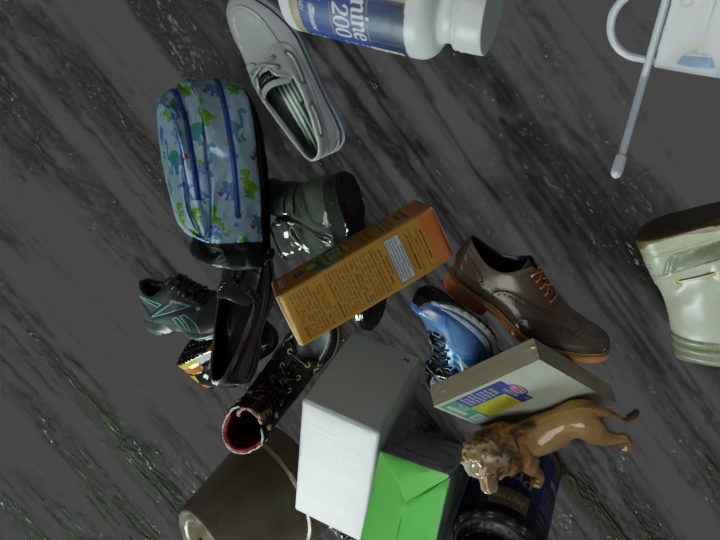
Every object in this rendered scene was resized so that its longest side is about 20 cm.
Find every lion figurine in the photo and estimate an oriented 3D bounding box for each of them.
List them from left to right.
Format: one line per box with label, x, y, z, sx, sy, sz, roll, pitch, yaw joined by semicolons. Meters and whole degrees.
lion figurine;0.209;0.182;0.749;0.197;0.073;0.123;-33;134;9

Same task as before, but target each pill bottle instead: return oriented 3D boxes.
pill bottle;0.030;-0.261;0.626;0.195;0.111;0.113;18;125;17
pill bottle;0.174;0.296;0.820;0.109;0.201;0.115;12;124;19

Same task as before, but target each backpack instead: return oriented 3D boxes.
backpack;-0.166;-0.117;0.784;0.149;0.163;0.206;7;99;-17

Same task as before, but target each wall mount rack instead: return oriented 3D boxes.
wall mount rack;0.296;-0.159;0.568;0.195;0.075;0.178;17;124;19

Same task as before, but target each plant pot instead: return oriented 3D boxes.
plant pot;-0.174;0.365;1.032;0.197;0.172;0.205;24;127;37

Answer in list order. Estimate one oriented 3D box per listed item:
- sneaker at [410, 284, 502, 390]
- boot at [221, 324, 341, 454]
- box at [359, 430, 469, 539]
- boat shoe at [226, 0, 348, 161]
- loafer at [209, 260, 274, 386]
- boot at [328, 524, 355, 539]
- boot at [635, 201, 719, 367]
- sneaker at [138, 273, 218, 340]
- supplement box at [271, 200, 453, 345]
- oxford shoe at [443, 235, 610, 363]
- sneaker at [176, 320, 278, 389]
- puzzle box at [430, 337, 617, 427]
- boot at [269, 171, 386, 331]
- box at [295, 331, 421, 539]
sneaker;0.109;0.098;0.765;0.201;0.089;0.078;50;172;-35
boot;-0.107;0.149;0.914;0.073;0.151;0.201;40;129;-1
box;0.071;0.326;0.860;0.094;0.176;0.206;13;91;20
boat shoe;-0.085;-0.214;0.743;0.073;0.067;0.201;-32;100;37
loafer;-0.159;0.052;0.891;0.070;0.063;0.206;8;93;23
boot;0.042;0.372;1.013;0.166;0.077;0.202;31;134;3
boot;0.374;0.011;0.629;0.196;0.072;0.158;-12;111;38
sneaker;-0.249;0.050;0.982;0.195;0.075;0.081;-2;115;28
supplement box;0.000;0.000;0.754;0.197;0.067;0.070;-32;108;-6
oxford shoe;0.188;0.032;0.742;0.196;0.071;0.074;28;123;12
sneaker;-0.180;0.129;1.005;0.196;0.071;0.091;-17;125;34
puzzle box;0.184;0.138;0.749;0.131;0.026;0.198;-30;141;29
boot;-0.045;-0.024;0.845;0.128;0.067;0.205;-3;111;36
box;-0.004;0.216;0.899;0.104;0.153;0.205;18;124;17
